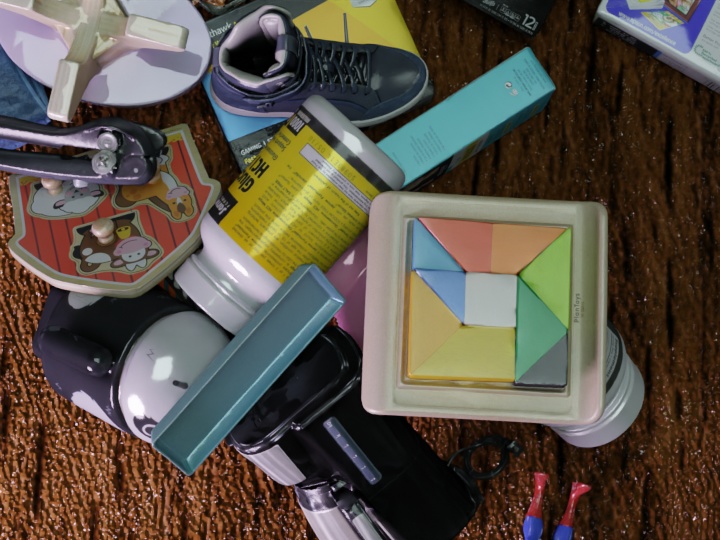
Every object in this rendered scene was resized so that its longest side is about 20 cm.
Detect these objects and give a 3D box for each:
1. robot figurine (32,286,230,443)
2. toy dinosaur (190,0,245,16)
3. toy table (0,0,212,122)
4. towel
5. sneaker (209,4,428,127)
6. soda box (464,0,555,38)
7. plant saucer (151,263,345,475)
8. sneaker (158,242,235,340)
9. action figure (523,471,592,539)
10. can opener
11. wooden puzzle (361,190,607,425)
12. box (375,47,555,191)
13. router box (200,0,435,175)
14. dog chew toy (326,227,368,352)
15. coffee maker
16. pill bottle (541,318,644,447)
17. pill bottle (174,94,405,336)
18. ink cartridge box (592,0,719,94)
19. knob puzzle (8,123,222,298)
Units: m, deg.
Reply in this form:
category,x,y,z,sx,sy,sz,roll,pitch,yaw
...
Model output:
category,x,y,z,sx,sy,sz,roll,pitch,yaw
robot figurine,-0.199,0.077,1.480,0.199,0.126,0.150,22,43,36
toy dinosaur,-0.173,-0.289,1.571,0.199,0.102,0.136,-33,97,-19
toy table,-0.233,-0.218,1.488,0.198,0.117,0.186,2,89,0
towel,-0.368,-0.203,1.564,0.111,0.049,0.201,-25,86,-7
sneaker,-0.034,-0.179,1.489,0.200,0.146,0.078,-3,79,-5
soda box,0.097,-0.301,1.598,0.199,0.071,0.064,29,120,-1
plant saucer,-0.095,0.080,1.413,0.200,0.070,0.019,-49,53,-7
sneaker,-0.143,0.004,1.541,0.200,0.080,0.072,40,83,1
action figure,0.163,0.286,1.528,0.065,0.099,0.202,14,84,-2
can opener,-0.274,-0.107,1.510,0.198,0.079,0.064,2,91,5
wooden puzzle,0.102,0.028,1.382,0.198,0.037,0.187,2,78,2
box,0.083,-0.127,1.577,0.199,0.082,0.049,-33,84,-8
router box,-0.050,-0.190,1.588,0.199,0.051,0.150,-24,85,-6
dog chew toy,0.000,0.000,1.541,0.200,0.125,0.125,39,81,9
coffee maker,0.007,0.148,1.482,0.192,0.134,0.201,-48,121,-22
pill bottle,0.166,0.067,1.503,0.114,0.114,0.200,-53,130,-9
pill bottle,-0.064,-0.043,1.452,0.112,0.112,0.200,42,92,1
ink cartridge box,0.353,-0.283,1.642,0.197,0.043,0.201,29,82,-1
knob puzzle,-0.219,-0.052,1.506,0.217,0.031,0.221,-5,44,5
